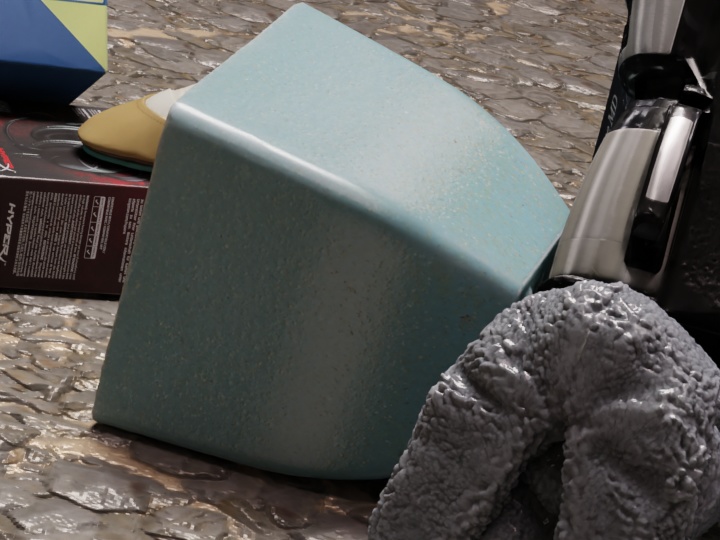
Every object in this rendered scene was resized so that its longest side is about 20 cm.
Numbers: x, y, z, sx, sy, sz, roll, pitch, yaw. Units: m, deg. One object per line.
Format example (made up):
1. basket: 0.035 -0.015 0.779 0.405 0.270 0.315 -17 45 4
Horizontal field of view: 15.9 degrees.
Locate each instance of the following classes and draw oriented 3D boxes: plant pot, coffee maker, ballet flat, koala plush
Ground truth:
1. plant pot: 0.000 0.000 1.399 0.199 0.196 0.196 22 28 11
2. coffee maker: 0.206 -0.046 1.344 0.192 0.201 0.135 22 -14 -15
3. ballet flat: -0.070 -0.087 1.569 0.199 0.063 0.069 10 22 -10
4. koala plush: 0.135 0.096 1.300 0.177 0.184 0.200 23 10 28

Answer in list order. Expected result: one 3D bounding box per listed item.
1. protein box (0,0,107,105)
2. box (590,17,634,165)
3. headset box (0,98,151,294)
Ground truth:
1. protein box: -0.286 -0.172 1.660 0.198 0.135 0.200 4 -13 -23
2. box: 0.235 -0.069 1.549 0.117 0.197 0.200 -3 40 -16
3. headset box: -0.153 -0.045 1.610 0.199 0.078 0.149 3 22 -21
